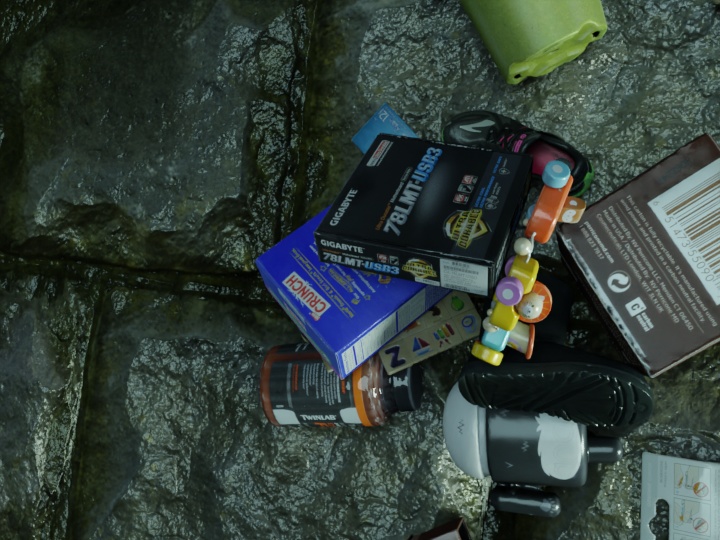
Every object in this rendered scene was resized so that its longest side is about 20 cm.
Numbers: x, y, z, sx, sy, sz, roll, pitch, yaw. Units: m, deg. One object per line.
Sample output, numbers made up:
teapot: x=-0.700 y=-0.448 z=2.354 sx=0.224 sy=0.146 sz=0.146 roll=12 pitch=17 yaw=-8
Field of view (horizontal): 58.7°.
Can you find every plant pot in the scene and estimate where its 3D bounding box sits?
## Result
plant pot: x=0.198 y=-0.339 z=0.767 sx=0.197 sy=0.200 sz=0.188 roll=-23 pitch=88 yaw=15

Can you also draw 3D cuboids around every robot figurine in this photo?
robot figurine: x=0.192 y=0.178 z=0.729 sx=0.195 sy=0.151 sz=0.127 roll=-2 pitch=123 yaw=18

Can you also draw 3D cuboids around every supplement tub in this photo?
supplement tub: x=-0.023 y=0.144 z=0.815 sx=0.195 sy=0.107 sz=0.110 roll=-5 pitch=81 yaw=19

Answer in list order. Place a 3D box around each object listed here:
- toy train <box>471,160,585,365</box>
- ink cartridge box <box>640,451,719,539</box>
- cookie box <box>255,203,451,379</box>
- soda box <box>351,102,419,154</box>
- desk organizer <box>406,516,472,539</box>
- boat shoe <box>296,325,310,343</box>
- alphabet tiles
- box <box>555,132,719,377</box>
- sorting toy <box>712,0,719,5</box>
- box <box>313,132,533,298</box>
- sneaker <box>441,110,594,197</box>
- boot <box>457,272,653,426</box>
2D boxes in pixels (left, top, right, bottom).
toy train: x=0.162 y=0.007 z=0.605 sx=0.055 sy=0.202 sz=0.151 roll=22 pitch=52 yaw=12
ink cartridge box: x=0.410 y=0.292 z=0.690 sx=0.196 sy=0.050 sz=0.167 roll=0 pitch=83 yaw=37
cookie box: x=0.000 y=0.000 z=0.779 sx=0.198 sy=0.076 sz=0.171 roll=-36 pitch=60 yaw=-16
soda box: x=0.079 y=-0.119 z=0.834 sx=0.068 sy=0.064 sz=0.201 roll=-43 pitch=72 yaw=10
desk organizer: x=0.122 y=0.407 z=0.752 sx=0.076 sy=0.072 sz=0.204 roll=-25 pitch=76 yaw=12
boat shoe: x=0.003 y=0.048 z=0.841 sx=0.196 sy=0.062 sz=0.076 roll=-20 pitch=75 yaw=12
alphabet tiles: x=0.032 y=0.045 z=0.796 sx=0.196 sy=0.008 sz=0.169 roll=-22 pitch=58 yaw=-7
box: x=0.316 y=-0.003 z=0.664 sx=0.162 sy=0.200 sz=0.168 roll=-33 pitch=73 yaw=12
sorting toy: x=0.492 y=-0.348 z=0.715 sx=0.176 sy=0.107 sz=0.205 roll=-14 pitch=78 yaw=-3
box: x=0.076 y=-0.071 z=0.711 sx=0.194 sy=0.050 sz=0.202 roll=13 pitch=46 yaw=20
sneaker: x=0.192 y=-0.154 z=0.788 sx=0.196 sy=0.084 sz=0.078 roll=22 pitch=90 yaw=20
boot: x=0.212 y=0.071 z=0.688 sx=0.196 sy=0.077 sz=0.170 roll=-1 pitch=41 yaw=31
